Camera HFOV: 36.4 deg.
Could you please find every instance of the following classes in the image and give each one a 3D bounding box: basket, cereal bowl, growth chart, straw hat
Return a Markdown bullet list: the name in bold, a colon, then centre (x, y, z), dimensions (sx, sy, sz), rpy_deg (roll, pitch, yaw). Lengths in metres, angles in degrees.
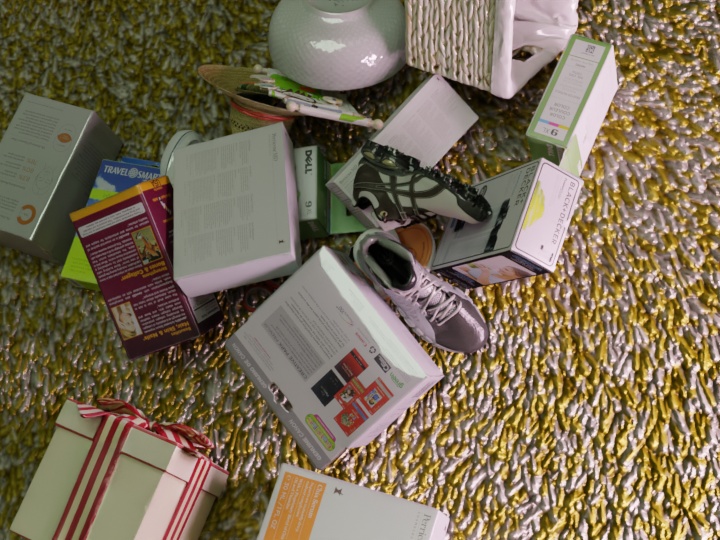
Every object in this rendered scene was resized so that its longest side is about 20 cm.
- **basket**: centre (0.166, -0.354, 1.363), dimensions (0.159, 0.202, 0.198), rpy_deg (20, 44, 28)
- **cereal bowl**: centre (-0.028, -0.332, 1.459), dimensions (0.197, 0.084, 0.202), rpy_deg (-1, 45, 1)
- **growth chart**: centre (-0.065, -0.226, 1.421), dimensions (0.200, 0.143, 0.018), rpy_deg (-124, 46, -60)
- **straw hat**: centre (-0.131, -0.203, 1.457), dimensions (0.200, 0.200, 0.086), rpy_deg (28, 112, 24)

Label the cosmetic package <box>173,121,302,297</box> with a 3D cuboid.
- **cosmetic package**: centre (-0.154, -0.077, 1.356), dimensions (0.149, 0.052, 0.202), rpy_deg (-13, 57, 12)

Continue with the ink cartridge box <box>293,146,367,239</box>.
- **ink cartridge box**: centre (-0.093, -0.098, 1.431), dimensions (0.197, 0.059, 0.105), rpy_deg (-6, 67, 14)

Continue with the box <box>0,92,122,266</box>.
- **box**: centre (-0.441, -0.128, 1.532), dimensions (0.123, 0.098, 0.202), rpy_deg (17, 74, 21)

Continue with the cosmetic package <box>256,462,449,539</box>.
- **cosmetic package**: centre (-0.009, 0.300, 1.253), dimensions (0.198, 0.071, 0.103), rpy_deg (12, 73, 20)

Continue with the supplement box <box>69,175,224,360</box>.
- **supplement box**: centre (-0.267, -0.003, 1.381), dimensions (0.109, 0.086, 0.202), rpy_deg (-19, 96, 20)

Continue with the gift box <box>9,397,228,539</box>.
- **gift box**: centre (-0.273, 0.256, 1.281), dimensions (0.183, 0.200, 0.188), rpy_deg (18, 73, 16)

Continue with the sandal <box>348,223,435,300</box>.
- **sandal**: centre (0.004, 0.007, 1.366), dimensions (0.205, 0.059, 0.080), rpy_deg (-32, 66, -3)

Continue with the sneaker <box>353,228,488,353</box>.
- **sneaker**: centre (0.070, 0.030, 1.280), dimensions (0.199, 0.115, 0.075), rpy_deg (39, 91, -1)

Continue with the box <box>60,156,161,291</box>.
- **box**: centre (-0.319, -0.067, 1.501), dimensions (0.120, 0.048, 0.202), rpy_deg (10, 73, 19)

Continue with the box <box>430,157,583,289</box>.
- **box**: centre (0.166, -0.050, 1.274), dimensions (0.060, 0.200, 0.118), rpy_deg (26, 76, -18)

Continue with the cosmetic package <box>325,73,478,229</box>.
- **cosmetic package**: centre (0.053, -0.152, 1.396), dimensions (0.083, 0.051, 0.200), rpy_deg (46, 78, -13)

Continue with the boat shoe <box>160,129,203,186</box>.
- **boat shoe**: centre (-0.227, -0.090, 1.460), dimensions (0.065, 0.073, 0.203), rpy_deg (-3, 80, 44)

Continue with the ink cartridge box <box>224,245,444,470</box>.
- **ink cartridge box**: centre (-0.033, 0.105, 1.302), dimensions (0.175, 0.084, 0.201), rpy_deg (-42, 75, 10)

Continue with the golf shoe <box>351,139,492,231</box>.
- **golf shoe**: centre (0.068, -0.080, 1.293), dimensions (0.199, 0.077, 0.095), rpy_deg (30, 98, 42)

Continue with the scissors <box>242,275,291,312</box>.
- **scissors**: centre (-0.066, 0.046, 1.401), dimensions (0.198, 0.014, 0.074), rpy_deg (22, 77, 23)

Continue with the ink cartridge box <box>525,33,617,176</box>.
- **ink cartridge box**: centre (0.252, -0.175, 1.346), dimensions (0.059, 0.104, 0.202), rpy_deg (20, 76, 22)
